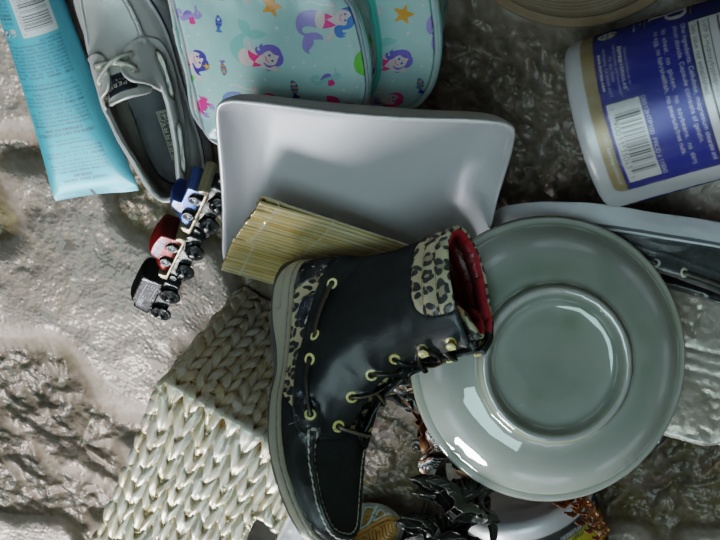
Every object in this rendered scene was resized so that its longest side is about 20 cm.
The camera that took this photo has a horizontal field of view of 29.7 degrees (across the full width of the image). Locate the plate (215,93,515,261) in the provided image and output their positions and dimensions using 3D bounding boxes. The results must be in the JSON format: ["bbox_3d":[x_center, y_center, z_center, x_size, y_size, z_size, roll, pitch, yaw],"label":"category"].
[{"bbox_3d":[-0.001,-0.058,0.958,0.197,0.033,0.201,4,147,-1],"label":"plate"}]

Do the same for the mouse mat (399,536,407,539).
[{"bbox_3d":[0.027,0.296,1.181,0.198,0.008,0.162,-25,128,6],"label":"mouse mat"}]

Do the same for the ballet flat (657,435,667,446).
[{"bbox_3d":[0.157,0.119,1.088,0.197,0.073,0.074,-2,114,15],"label":"ballet flat"}]

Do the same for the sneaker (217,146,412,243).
[{"bbox_3d":[-0.014,-0.064,1.054,0.199,0.073,0.085,33,106,-10],"label":"sneaker"}]

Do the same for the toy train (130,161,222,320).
[{"bbox_3d":[-0.146,-0.023,1.080,0.045,0.034,0.200,22,141,-12],"label":"toy train"}]

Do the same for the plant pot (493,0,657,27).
[{"bbox_3d":[0.143,-0.256,0.908,0.197,0.093,0.204,5,115,11],"label":"plant pot"}]

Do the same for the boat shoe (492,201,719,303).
[{"bbox_3d":[0.193,-0.012,0.993,0.197,0.069,0.058,7,79,5],"label":"boat shoe"}]

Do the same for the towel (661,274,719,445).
[{"bbox_3d":[0.211,0.051,1.036,0.197,0.034,0.135,16,86,8],"label":"towel"}]

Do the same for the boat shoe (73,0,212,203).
[{"bbox_3d":[-0.177,-0.148,1.051,0.071,0.066,0.203,-10,111,18],"label":"boat shoe"}]

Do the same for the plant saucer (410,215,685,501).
[{"bbox_3d":[0.133,0.063,0.944,0.197,0.050,0.204,0,92,-1],"label":"plant saucer"}]

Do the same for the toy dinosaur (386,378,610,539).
[{"bbox_3d":[0.094,0.139,1.026,0.198,0.136,0.103,18,143,31],"label":"toy dinosaur"}]

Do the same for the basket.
[{"bbox_3d":[-0.093,0.156,1.095,0.159,0.200,0.200,28,117,2],"label":"basket"}]

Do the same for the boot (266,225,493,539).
[{"bbox_3d":[0.015,0.076,0.917,0.152,0.073,0.207,-16,69,32],"label":"boot"}]

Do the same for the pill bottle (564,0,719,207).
[{"bbox_3d":[0.249,-0.125,0.926,0.197,0.120,0.121,-15,110,19],"label":"pill bottle"}]

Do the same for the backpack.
[{"bbox_3d":[-0.037,-0.183,0.959,0.197,0.152,0.180,-4,126,6],"label":"backpack"}]

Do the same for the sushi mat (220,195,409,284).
[{"bbox_3d":[0.000,0.000,1.003,0.197,0.012,0.096,17,146,-18],"label":"sushi mat"}]

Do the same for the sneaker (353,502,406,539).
[{"bbox_3d":[-0.012,0.285,1.215,0.087,0.076,0.200,32,121,-21],"label":"sneaker"}]

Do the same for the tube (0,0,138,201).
[{"bbox_3d":[-0.241,-0.149,1.081,0.076,0.051,0.203,-4,118,20],"label":"tube"}]

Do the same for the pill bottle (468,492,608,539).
[{"bbox_3d":[0.157,0.258,1.124,0.113,0.115,0.202,-10,115,18],"label":"pill bottle"}]
